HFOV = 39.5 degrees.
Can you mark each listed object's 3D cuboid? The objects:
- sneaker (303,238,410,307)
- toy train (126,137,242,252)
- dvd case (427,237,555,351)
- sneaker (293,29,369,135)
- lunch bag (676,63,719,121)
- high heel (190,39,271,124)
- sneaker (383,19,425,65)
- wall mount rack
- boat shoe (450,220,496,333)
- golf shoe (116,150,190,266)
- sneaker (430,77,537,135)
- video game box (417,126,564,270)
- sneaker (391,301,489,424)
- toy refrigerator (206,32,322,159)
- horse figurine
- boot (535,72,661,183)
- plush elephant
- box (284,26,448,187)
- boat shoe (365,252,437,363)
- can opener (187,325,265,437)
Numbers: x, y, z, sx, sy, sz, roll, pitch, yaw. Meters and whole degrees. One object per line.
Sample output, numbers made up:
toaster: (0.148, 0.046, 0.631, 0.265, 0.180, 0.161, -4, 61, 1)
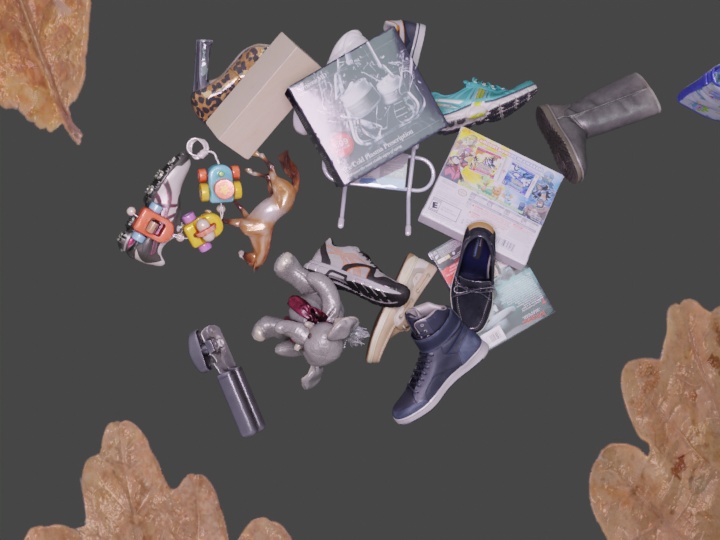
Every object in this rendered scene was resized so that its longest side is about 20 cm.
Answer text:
sneaker: (0.000, 0.000, 1.672, 0.199, 0.074, 0.080, 21, 68, 27)
toy train: (-0.280, -0.110, 1.647, 0.150, 0.056, 0.200, 35, 88, -22)
dvd case: (0.227, 0.021, 1.742, 0.146, 0.022, 0.200, -30, 86, -6)
sneaker: (-0.041, -0.308, 1.703, 0.080, 0.070, 0.201, 41, 102, 19)
lunch bag: (0.668, -0.319, 1.726, 0.199, 0.170, 0.128, -4, 86, -2)
high heel: (-0.190, -0.318, 1.728, 0.199, 0.071, 0.143, 3, 97, -7)
sneaker: (0.057, -0.339, 1.734, 0.079, 0.078, 0.201, 12, 74, -7)
wall mount rack: (0.030, -0.149, 1.717, 0.199, 0.075, 0.175, 6, 87, -2)
boat shoe: (0.189, 0.017, 1.674, 0.074, 0.062, 0.201, 8, 112, 7)
golf shoe: (-0.331, -0.105, 1.699, 0.088, 0.077, 0.200, 30, 89, -17)
sneaker: (0.211, -0.301, 1.744, 0.199, 0.078, 0.080, -15, 78, -5)
video game box: (0.224, -0.125, 1.726, 0.199, 0.047, 0.183, 26, 76, 1)
sneaker: (0.097, 0.146, 1.669, 0.202, 0.077, 0.146, -45, 114, -4)
toy refrigerator: (-0.162, -0.293, 1.683, 0.200, 0.076, 0.070, -49, 46, 9)
horse figurine: (-0.167, -0.115, 1.713, 0.132, 0.050, 0.200, 39, 87, 7)
boot: (0.425, -0.249, 1.739, 0.199, 0.073, 0.182, -13, 63, -9)
plush elephant: (-0.081, 0.097, 1.632, 0.199, 0.155, 0.165, 26, 107, -5)
box: (0.007, -0.261, 1.625, 0.200, 0.104, 0.183, -31, 97, -4)
boat shoe: (0.069, 0.072, 1.704, 0.065, 0.072, 0.201, 25, 79, -1)
can opener: (-0.229, 0.188, 1.692, 0.067, 0.053, 0.201, -24, 87, 27)
